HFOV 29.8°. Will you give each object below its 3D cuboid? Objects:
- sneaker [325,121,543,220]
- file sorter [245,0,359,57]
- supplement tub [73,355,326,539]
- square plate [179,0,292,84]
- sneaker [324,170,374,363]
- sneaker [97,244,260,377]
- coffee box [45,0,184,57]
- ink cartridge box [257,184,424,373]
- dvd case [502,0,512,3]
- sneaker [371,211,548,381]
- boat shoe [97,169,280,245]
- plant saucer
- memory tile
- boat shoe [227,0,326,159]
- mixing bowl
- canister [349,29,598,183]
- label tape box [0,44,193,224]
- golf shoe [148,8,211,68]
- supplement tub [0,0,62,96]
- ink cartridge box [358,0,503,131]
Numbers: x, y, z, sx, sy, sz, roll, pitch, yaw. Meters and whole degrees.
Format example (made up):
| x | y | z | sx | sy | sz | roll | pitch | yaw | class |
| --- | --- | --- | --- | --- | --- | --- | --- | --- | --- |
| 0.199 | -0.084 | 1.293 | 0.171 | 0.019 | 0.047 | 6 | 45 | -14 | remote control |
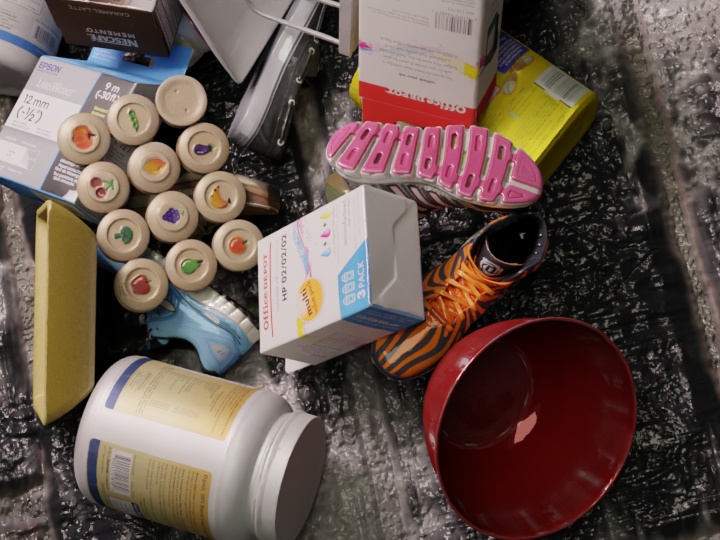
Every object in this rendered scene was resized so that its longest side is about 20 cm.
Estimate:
| x | y | z | sx | sy | sz | roll | pitch | yaw | class |
| --- | --- | --- | --- | --- | --- | --- | --- | --- | --- |
| 0.070 | -0.085 | 1.246 | 0.199 | 0.087 | 0.074 | 9 | 67 | 13 | sneaker |
| -0.023 | -0.342 | 1.331 | 0.124 | 0.139 | 0.200 | 20 | 59 | 12 | file sorter |
| -0.145 | 0.169 | 1.246 | 0.200 | 0.144 | 0.145 | 14 | 78 | 16 | supplement tub |
| -0.139 | -0.319 | 1.337 | 0.028 | 0.198 | 0.200 | -5 | 44 | 35 | square plate |
| 0.000 | 0.000 | 1.301 | 0.090 | 0.067 | 0.200 | -32 | 73 | -4 | sneaker |
| -0.197 | 0.034 | 1.333 | 0.200 | 0.078 | 0.090 | 33 | 87 | 19 | sneaker |
| -0.226 | -0.323 | 1.353 | 0.114 | 0.080 | 0.200 | 9 | 66 | 9 | coffee box |
| -0.034 | 0.014 | 1.239 | 0.200 | 0.068 | 0.115 | -26 | 59 | 45 | ink cartridge box |
| 0.102 | -0.293 | 1.309 | 0.142 | 0.200 | 0.018 | 17 | 113 | 15 | dvd case |
| 0.090 | 0.012 | 1.210 | 0.078 | 0.112 | 0.200 | 43 | 74 | 3 | sneaker |
| -0.176 | -0.060 | 1.362 | 0.200 | 0.076 | 0.074 | 2 | 80 | 21 | boat shoe |
| -0.281 | 0.038 | 1.286 | 0.048 | 0.200 | 0.201 | 1 | 89 | -16 | plant saucer |
| -0.188 | -0.074 | 1.288 | 0.153 | 0.017 | 0.200 | -22 | 89 | -12 | memory tile |
| -0.073 | -0.204 | 1.386 | 0.057 | 0.069 | 0.200 | 29 | 72 | -16 | boat shoe |
| 0.130 | 0.124 | 1.194 | 0.200 | 0.200 | 0.108 | -51 | 29 | -5 | mixing bowl |
| 0.111 | -0.166 | 1.317 | 0.200 | 0.087 | 0.149 | 38 | 86 | 18 | canister |
| -0.273 | -0.159 | 1.358 | 0.143 | 0.066 | 0.200 | 19 | 80 | 34 | label tape box |
| -0.225 | -0.288 | 1.435 | 0.092 | 0.075 | 0.200 | -43 | 59 | 20 | golf shoe |
| -0.372 | -0.299 | 1.438 | 0.132 | 0.132 | 0.200 | 8 | 76 | 15 | supplement tub |
| 0.063 | -0.207 | 1.222 | 0.116 | 0.200 | 0.067 | 17 | 49 | 15 | ink cartridge box |
